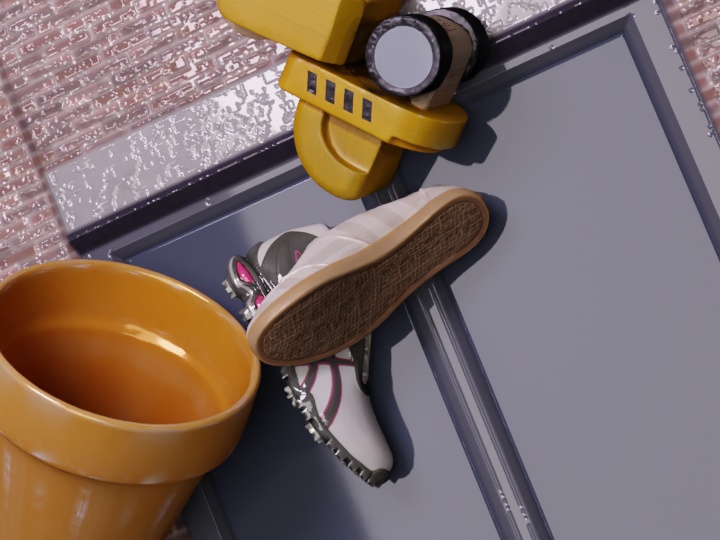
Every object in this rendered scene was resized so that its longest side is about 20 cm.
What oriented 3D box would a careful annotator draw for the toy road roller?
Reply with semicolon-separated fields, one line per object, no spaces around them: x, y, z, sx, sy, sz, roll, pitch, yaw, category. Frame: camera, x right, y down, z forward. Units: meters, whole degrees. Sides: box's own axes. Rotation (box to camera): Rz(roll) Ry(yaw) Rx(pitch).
-0.017;-0.140;1.562;0.200;0.123;0.146;27;107;13;toy road roller

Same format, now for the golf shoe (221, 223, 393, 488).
-0.020;0.061;1.581;0.088;0.077;0.200;-30;83;3;golf shoe

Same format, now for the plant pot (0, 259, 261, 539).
-0.190;0.122;1.567;0.200;0.200;0.183;27;121;14;plant pot

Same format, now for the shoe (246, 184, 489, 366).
0.000;0.000;1.552;0.200;0.070;0.053;-32;40;-14;shoe
